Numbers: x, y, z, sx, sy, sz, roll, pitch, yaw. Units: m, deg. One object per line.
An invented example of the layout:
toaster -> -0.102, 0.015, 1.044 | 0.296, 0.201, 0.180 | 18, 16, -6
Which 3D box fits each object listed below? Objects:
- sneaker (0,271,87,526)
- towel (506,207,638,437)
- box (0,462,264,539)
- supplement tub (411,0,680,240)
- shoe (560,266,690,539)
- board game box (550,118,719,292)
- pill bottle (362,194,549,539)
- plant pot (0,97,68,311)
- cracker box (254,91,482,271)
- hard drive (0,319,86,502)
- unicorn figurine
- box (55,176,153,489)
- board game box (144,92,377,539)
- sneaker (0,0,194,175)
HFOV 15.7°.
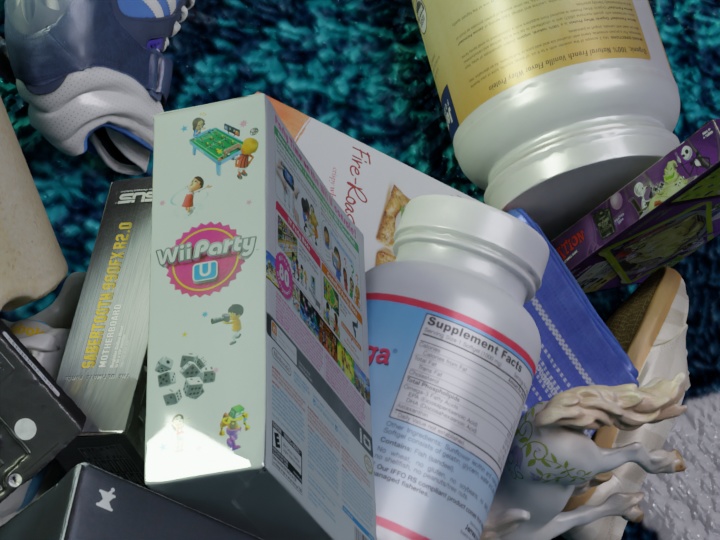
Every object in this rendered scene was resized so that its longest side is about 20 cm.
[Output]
sneaker -> -0.178, 0.072, 1.313 | 0.200, 0.076, 0.081 | -44, 132, -50
towel -> 0.066, 0.079, 1.471 | 0.200, 0.024, 0.145 | -47, 118, -23
box -> -0.104, 0.208, 1.225 | 0.200, 0.198, 0.124 | 26, 52, -22
supplement tub -> 0.115, -0.133, 1.618 | 0.144, 0.144, 0.201 | 1, 65, -36
shoe -> 0.161, 0.084, 1.583 | 0.053, 0.070, 0.200 | 37, 57, -15
board game box -> 0.196, -0.040, 1.587 | 0.120, 0.200, 0.032 | -4, 67, -39
pill bottle -> 0.031, 0.067, 1.372 | 0.109, 0.109, 0.200 | 27, 70, -22
plant pot -> -0.243, -0.046, 1.288 | 0.200, 0.200, 0.184 | -36, 100, -43
cracker box -> 0.000, 0.000, 1.516 | 0.200, 0.058, 0.134 | 25, 53, -24
hard drive -> -0.246, 0.084, 1.208 | 0.140, 0.200, 0.038 | 48, 3, -7
unicorn figurine -> 0.100, 0.126, 1.430 | 0.137, 0.200, 0.074 | -10, 40, -29
box -> -0.086, 0.073, 1.346 | 0.200, 0.048, 0.159 | 60, 34, -47
board game box -> -0.047, 0.039, 1.264 | 0.148, 0.064, 0.200 | 55, 29, -55
sneaker -> -0.135, -0.130, 1.492 | 0.200, 0.080, 0.147 | -24, 108, -64
